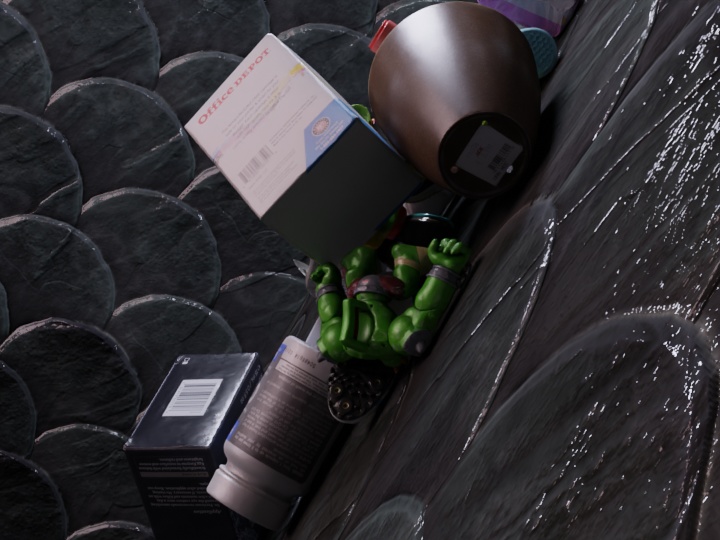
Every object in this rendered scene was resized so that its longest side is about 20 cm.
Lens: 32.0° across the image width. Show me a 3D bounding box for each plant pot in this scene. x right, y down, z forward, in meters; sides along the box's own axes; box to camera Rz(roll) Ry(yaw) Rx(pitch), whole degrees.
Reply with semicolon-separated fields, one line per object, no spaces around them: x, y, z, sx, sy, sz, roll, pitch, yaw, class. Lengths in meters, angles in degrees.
0.111;-0.157;1.292;0.187;0.187;0.200;-57;20;22;plant pot

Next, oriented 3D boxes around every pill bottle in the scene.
-0.085;0.186;1.428;0.200;0.114;0.114;-60;5;-7;pill bottle

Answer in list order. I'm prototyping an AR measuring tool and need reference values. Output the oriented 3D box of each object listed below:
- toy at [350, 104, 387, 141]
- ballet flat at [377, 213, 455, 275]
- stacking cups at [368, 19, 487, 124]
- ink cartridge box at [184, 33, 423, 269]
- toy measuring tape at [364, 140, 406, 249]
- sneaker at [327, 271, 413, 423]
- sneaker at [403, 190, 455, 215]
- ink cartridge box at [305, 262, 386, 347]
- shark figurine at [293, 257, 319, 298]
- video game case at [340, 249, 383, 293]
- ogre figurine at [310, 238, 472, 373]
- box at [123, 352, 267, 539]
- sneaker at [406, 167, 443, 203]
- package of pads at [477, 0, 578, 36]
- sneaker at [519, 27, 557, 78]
0.005;-0.157;1.566;0.115;0.047;0.200;-43;-16;-5;toy
0.064;-0.028;1.496;0.200;0.068;0.068;180;105;-78;ballet flat
0.102;-0.216;1.434;0.061;0.200;0.061;-58;7;12;stacking cups
-0.064;-0.130;1.377;0.147;0.145;0.200;-46;49;7;ink cartridge box
0.020;-0.092;1.461;0.074;0.073;0.200;-55;17;42;toy measuring tape
0.015;0.089;1.346;0.073;0.072;0.200;85;-161;-45;sneaker
0.122;-0.144;1.638;0.200;0.075;0.089;-60;23;13;sneaker
-0.027;0.081;1.657;0.163;0.057;0.200;96;-165;-62;ink cartridge box
-0.054;0.000;1.617;0.128;0.089;0.214;-55;-22;4;shark figurine
0.000;0.000;1.519;0.143;0.017;0.200;-67;-32;-59;video game case
0.018;0.035;1.272;0.098;0.200;0.120;52;-134;-54;ogre figurine
-0.184;0.237;1.568;0.197;0.117;0.200;-66;-31;-55;box
0.085;-0.142;1.546;0.075;0.090;0.200;-44;16;-25;sneaker
0.216;-0.366;1.654;0.200;0.120;0.076;-77;12;-74;package of pads
0.139;-0.241;1.538;0.131;0.200;0.080;-40;-59;-83;sneaker
